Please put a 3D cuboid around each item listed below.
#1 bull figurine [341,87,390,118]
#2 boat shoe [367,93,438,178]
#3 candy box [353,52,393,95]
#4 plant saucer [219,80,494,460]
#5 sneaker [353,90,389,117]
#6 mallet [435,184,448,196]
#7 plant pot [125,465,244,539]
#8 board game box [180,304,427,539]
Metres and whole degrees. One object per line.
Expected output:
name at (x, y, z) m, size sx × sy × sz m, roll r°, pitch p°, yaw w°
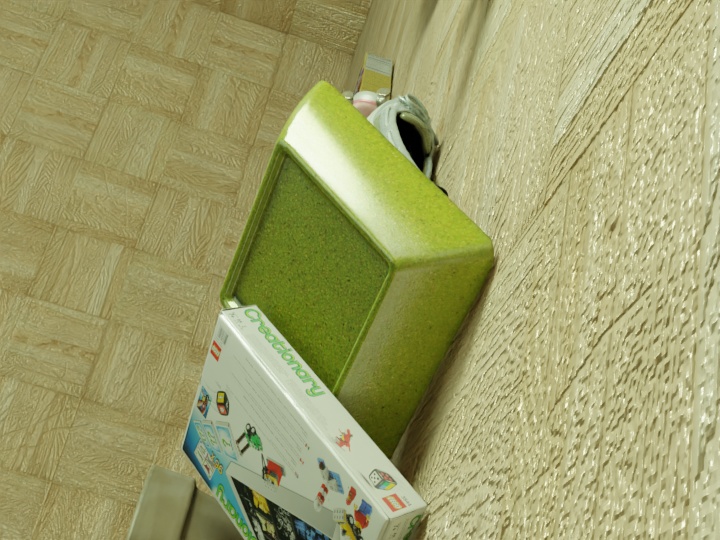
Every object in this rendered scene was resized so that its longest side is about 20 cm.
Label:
bull figurine at (-0.006, -0.122, 1.146) m, size 0.201 × 0.064 × 0.122 m, roll -57°, pitch -29°, yaw -35°
boat shoe at (0.042, -0.111, 0.977) m, size 0.064 × 0.075 × 0.203 m, roll -32°, pitch 17°, yaw 25°
candy box at (0.012, -0.278, 1.814) m, size 0.201 × 0.056 × 0.118 m, roll -81°, pitch 9°, yaw -61°
plant saucer at (-0.024, 0.007, 0.726) m, size 0.200 × 0.047 × 0.201 m, roll 47°, pitch 127°, yaw 34°
sneaker at (0.000, -0.129, 1.391) m, size 0.201 × 0.074 × 0.106 m, roll 102°, pitch -175°, yaw -51°
mallet at (0.037, -0.008, 0.921) m, size 0.200 × 0.041 × 0.067 m, roll 108°, pitch 175°, yaw -68°
plant pot at (-0.111, 0.274, 0.838) m, size 0.200 × 0.171 × 0.203 m, roll -162°, pitch 90°, yaw -84°
board game box at (-0.046, 0.134, 0.706) m, size 0.200 × 0.034 × 0.127 m, roll 45°, pitch 128°, yaw 35°
